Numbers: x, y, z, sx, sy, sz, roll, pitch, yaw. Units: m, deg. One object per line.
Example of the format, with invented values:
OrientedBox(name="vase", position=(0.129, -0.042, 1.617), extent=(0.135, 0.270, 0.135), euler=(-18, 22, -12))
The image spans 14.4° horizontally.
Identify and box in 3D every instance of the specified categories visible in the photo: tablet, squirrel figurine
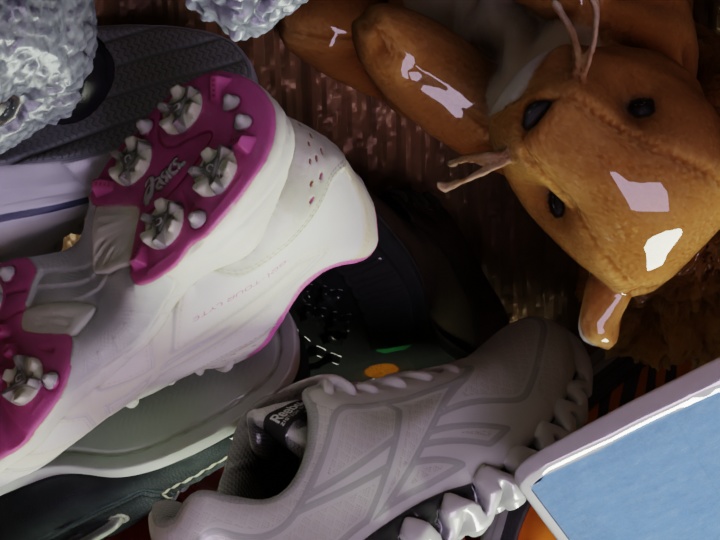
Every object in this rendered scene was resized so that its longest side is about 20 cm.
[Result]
OrientedBox(name="tablet", position=(0.136, 0.078, 1.008), extent=(0.130, 0.014, 0.200), euler=(-27, 149, 6))
OrientedBox(name="squirrel figurine", position=(0.091, -0.052, 0.985), extent=(0.142, 0.187, 0.200), euler=(-44, 128, 9))

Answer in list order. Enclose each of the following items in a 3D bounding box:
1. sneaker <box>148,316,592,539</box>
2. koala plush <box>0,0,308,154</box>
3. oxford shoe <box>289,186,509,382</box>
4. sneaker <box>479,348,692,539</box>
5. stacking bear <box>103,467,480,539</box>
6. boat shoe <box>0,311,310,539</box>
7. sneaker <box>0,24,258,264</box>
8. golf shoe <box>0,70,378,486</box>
OrientedBox(name="sneaker", position=(0.007, 0.063, 0.965), extent=(0.200, 0.075, 0.081), euler=(-40, 99, -41))
OrientedBox(name="koala plush", position=(-0.124, -0.109, 0.878), extent=(0.183, 0.178, 0.200), euler=(29, 108, -23))
OrientedBox(name="oxford shoe", position=(0.000, 0.000, 1.052), extent=(0.072, 0.085, 0.200), euler=(-13, 145, 20))
OrientedBox(name="sneaker", position=(0.133, 0.073, 1.085), extent=(0.200, 0.112, 0.078), euler=(-50, 152, -24))
OrientedBox(name="stacking bear", position=(-0.002, 0.122, 1.116), extent=(0.199, 0.122, 0.114), euler=(10, 120, -35))
OrientedBox(name="boat shoe", position=(-0.096, 0.062, 1.030), extent=(0.199, 0.076, 0.060), euler=(-16, 140, 28))
OrientedBox(name="sneaker", position=(-0.128, -0.027, 0.992), extent=(0.199, 0.073, 0.071), euler=(-17, 137, -1))
OrientedBox(name="golf shoe", position=(-0.077, 0.021, 0.954), extent=(0.200, 0.076, 0.091), euler=(-39, 139, 24))
